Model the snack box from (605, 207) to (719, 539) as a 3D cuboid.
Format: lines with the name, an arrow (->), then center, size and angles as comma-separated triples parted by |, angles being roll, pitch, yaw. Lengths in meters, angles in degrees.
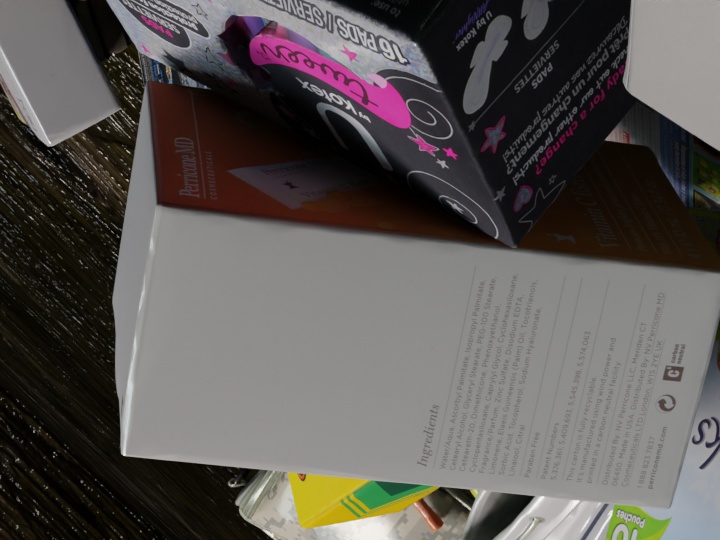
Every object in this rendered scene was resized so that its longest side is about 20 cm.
snack box -> 0.178, 0.060, 0.792 | 0.053, 0.142, 0.200 | 13, 180, -32

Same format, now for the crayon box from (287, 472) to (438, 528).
crayon box -> 0.000, 0.000, 1.021 | 0.173, 0.058, 0.200 | 137, 123, -65

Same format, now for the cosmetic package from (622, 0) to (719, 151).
cosmetic package -> 0.138, -0.095, 0.625 | 0.107, 0.090, 0.200 | 35, 168, 15

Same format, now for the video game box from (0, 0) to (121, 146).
video game box -> -0.187, -0.163, 1.107 | 0.200, 0.047, 0.182 | 64, 170, -13

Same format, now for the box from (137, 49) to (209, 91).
box -> -0.051, -0.086, 0.965 | 0.159, 0.046, 0.200 | 178, 82, -68

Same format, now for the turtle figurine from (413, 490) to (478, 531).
turtle figurine -> 0.110, 0.122, 1.144 | 0.200, 0.064, 0.161 | 30, 165, 2

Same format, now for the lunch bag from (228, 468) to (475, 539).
lunch bag -> 0.047, 0.126, 1.286 | 0.200, 0.168, 0.139 | 38, 180, 3

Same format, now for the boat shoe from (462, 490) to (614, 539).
boat shoe -> 0.095, 0.064, 0.967 | 0.067, 0.200, 0.074 | 6, -145, -14

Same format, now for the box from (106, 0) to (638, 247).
box -> 0.004, -0.118, 0.783 | 0.200, 0.132, 0.115 | 29, 161, 38

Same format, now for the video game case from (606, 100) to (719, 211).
video game case -> 0.135, -0.054, 0.880 | 0.200, 0.018, 0.143 | 34, 164, 21

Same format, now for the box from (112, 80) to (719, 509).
box -> 0.015, 0.007, 0.825 | 0.200, 0.098, 0.124 | 6, -157, -10

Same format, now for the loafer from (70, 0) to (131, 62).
loafer -> -0.120, -0.160, 1.108 | 0.200, 0.063, 0.072 | 81, 174, -72
